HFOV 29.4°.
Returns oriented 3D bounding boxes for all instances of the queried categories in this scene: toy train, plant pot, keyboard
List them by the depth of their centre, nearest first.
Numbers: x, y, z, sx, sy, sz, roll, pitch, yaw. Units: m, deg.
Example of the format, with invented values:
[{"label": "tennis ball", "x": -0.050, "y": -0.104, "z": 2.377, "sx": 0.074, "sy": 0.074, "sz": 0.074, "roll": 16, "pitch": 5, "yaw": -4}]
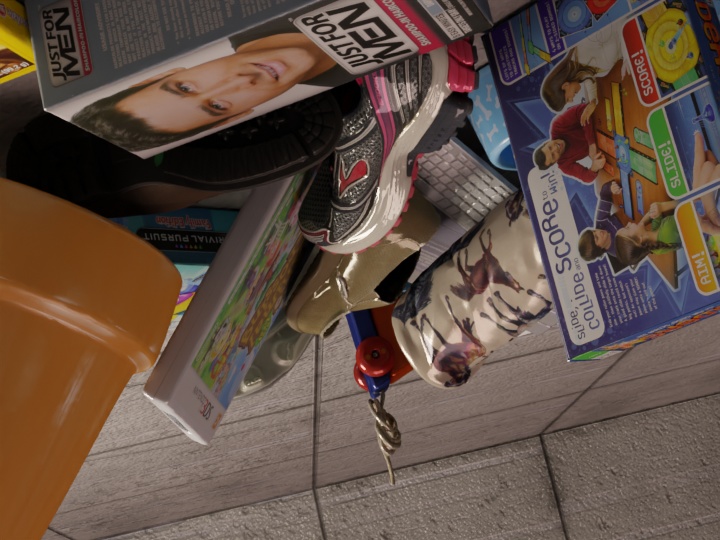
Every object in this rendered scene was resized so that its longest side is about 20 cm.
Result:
[{"label": "plant pot", "x": -0.222, "y": 0.063, "z": 0.788, "sx": 0.197, "sy": 0.186, "sz": 0.200, "roll": 14, "pitch": 163, "yaw": 4}, {"label": "keyboard", "x": 0.077, "y": -0.051, "z": 0.942, "sx": 0.056, "sy": 0.011, "sz": 0.199, "roll": -28, "pitch": 130, "yaw": 36}, {"label": "toy train", "x": 0.050, "y": 0.072, "z": 1.191, "sx": 0.114, "sy": 0.203, "sz": 0.085, "roll": -16, "pitch": 166, "yaw": -6}]

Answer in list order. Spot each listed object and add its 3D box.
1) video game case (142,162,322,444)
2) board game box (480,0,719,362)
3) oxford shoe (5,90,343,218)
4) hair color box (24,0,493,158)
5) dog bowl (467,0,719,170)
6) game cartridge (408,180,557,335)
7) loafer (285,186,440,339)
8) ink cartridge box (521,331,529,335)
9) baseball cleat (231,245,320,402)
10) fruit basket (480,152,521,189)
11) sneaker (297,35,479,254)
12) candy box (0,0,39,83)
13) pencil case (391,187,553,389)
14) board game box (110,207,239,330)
[{"label": "video game case", "x": -0.075, "y": 0.013, "z": 0.923, "sx": 0.022, "sy": 0.202, "sz": 0.182, "roll": 26, "pitch": 168, "yaw": 8}, {"label": "board game box", "x": 0.148, "y": -0.066, "z": 0.755, "sx": 0.034, "sy": 0.203, "sz": 0.135, "roll": 2, "pitch": 160, "yaw": -45}, {"label": "oxford shoe", "x": -0.096, "y": -0.072, "z": 0.784, "sx": 0.197, "sy": 0.074, "sz": 0.084, "roll": -6, "pitch": 171, "yaw": 20}, {"label": "hair color box", "x": -0.047, "y": -0.122, "z": 0.650, "sx": 0.197, "sy": 0.062, "sz": 0.099, "roll": -18, "pitch": 165, "yaw": 17}, {"label": "dog bowl", "x": 0.150, "y": -0.120, "z": 0.862, "sx": 0.110, "sy": 0.050, "sz": 0.199, "roll": 0, "pitch": 161, "yaw": -43}, {"label": "game cartridge", "x": 0.086, "y": -0.020, "z": 1.027, "sx": 0.198, "sy": 0.039, "sz": 0.129, "roll": 23, "pitch": 151, "yaw": -18}, {"label": "loafer", "x": 0.000, "y": 0.000, "z": 0.972, "sx": 0.067, "sy": 0.076, "sz": 0.200, "roll": 32, "pitch": 150, "yaw": 1}, {"label": "ink cartridge box", "x": 0.154, "y": 0.004, "z": 1.234, "sx": 0.197, "sy": 0.095, "sz": 0.044, "roll": -19, "pitch": 166, "yaw": 18}, {"label": "baseball cleat", "x": -0.069, "y": 0.043, "z": 1.102, "sx": 0.199, "sy": 0.070, "sz": 0.106, "roll": -38, "pitch": -178, "yaw": -27}, {"label": "fruit basket", "x": 0.143, "y": -0.052, "z": 1.081, "sx": 0.197, "sy": 0.095, "sz": 0.185, "roll": 10, "pitch": 157, "yaw": -21}, {"label": "sneaker", "x": -0.001, "y": -0.083, "z": 0.811, "sx": 0.074, "sy": 0.082, "sz": 0.201, "roll": 5, "pitch": 146, "yaw": -20}, {"label": "candy box", "x": -0.253, "y": -0.091, "z": 0.644, "sx": 0.197, "sy": 0.027, "sz": 0.102, "roll": -18, "pitch": 161, "yaw": 15}, {"label": "pencil case", "x": 0.107, "y": 0.003, "z": 0.928, "sx": 0.089, "sy": 0.078, "sz": 0.200, "roll": 39, "pitch": 125, "yaw": -15}, {"label": "board game box", "x": -0.175, "y": 0.001, "z": 1.014, "sx": 0.198, "sy": 0.048, "sz": 0.150, "roll": 1, "pitch": 159, "yaw": -46}]
